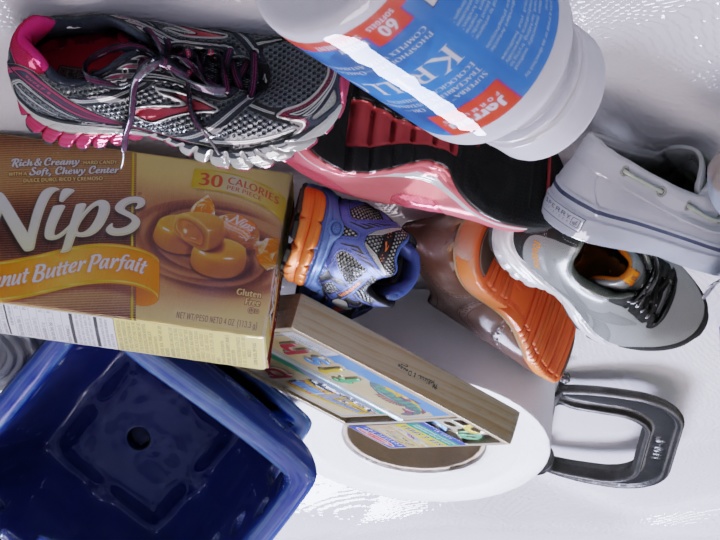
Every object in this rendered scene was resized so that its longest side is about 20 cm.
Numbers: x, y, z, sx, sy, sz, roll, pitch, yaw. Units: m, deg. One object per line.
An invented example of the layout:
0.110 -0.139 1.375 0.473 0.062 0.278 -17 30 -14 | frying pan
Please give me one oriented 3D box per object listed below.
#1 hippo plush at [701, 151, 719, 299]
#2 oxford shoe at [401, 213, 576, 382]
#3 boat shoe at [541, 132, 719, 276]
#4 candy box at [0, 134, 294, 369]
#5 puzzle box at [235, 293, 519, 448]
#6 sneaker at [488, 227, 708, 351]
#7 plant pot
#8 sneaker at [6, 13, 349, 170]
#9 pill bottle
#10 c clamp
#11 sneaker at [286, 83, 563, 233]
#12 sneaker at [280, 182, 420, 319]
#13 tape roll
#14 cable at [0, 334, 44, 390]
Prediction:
0.293 -0.003 1.496 0.159 0.161 0.200 15 125 -37 | hippo plush
0.091 0.014 1.730 0.073 0.072 0.200 8 154 31 | oxford shoe
0.200 -0.044 1.584 0.199 0.074 0.067 4 119 -47 | boat shoe
-0.147 -0.012 1.591 0.199 0.116 0.055 7 154 4 | candy box
-0.009 0.069 1.693 0.199 0.026 0.133 29 159 -32 | puzzle box
0.168 0.007 1.660 0.079 0.074 0.200 18 173 47 | sneaker
-0.156 0.130 1.736 0.200 0.180 0.200 38 103 -5 | plant pot
-0.105 -0.107 1.463 0.199 0.081 0.075 0 152 5 | sneaker
0.044 -0.135 1.362 0.112 0.113 0.200 -19 147 35 | pill bottle
0.165 0.120 1.967 0.170 0.027 0.200 3 152 8 | c clamp
0.034 -0.072 1.562 0.199 0.074 0.087 17 167 -24 | sneaker
0.000 0.000 1.629 0.078 0.076 0.200 16 175 8 | sneaker
0.042 0.093 1.847 0.201 0.071 0.203 5 149 3 | tape roll
-0.309 0.027 1.755 0.199 0.070 0.200 8 153 -12 | cable
